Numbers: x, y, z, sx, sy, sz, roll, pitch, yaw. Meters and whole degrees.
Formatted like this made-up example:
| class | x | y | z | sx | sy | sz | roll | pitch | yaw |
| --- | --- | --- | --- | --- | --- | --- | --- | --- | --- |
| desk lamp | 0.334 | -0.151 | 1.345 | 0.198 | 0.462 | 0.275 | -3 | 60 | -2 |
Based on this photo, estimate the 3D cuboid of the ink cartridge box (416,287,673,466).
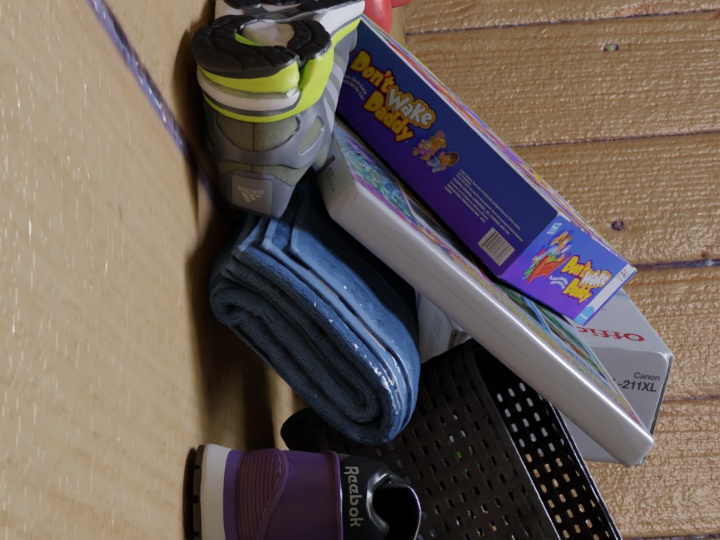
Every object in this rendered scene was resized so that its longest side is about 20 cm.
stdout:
| class | x | y | z | sx | sy | sz | roll | pitch | yaw |
| --- | --- | --- | --- | --- | --- | --- | --- | --- | --- |
| ink cartridge box | 0.105 | 0.045 | 1.067 | 0.200 | 0.146 | 0.083 | -109 | -152 | -68 |

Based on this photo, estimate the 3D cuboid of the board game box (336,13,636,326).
| class | x | y | z | sx | sy | sz | roll | pitch | yaw |
| --- | --- | --- | --- | --- | --- | --- | --- | --- | --- |
| board game box | 0.051 | -0.063 | 0.872 | 0.200 | 0.045 | 0.134 | 47 | 10 | 27 |

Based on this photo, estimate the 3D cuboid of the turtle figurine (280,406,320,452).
| class | x | y | z | sx | sy | sz | roll | pitch | yaw |
| --- | --- | --- | --- | --- | --- | --- | --- | --- | --- |
| turtle figurine | 0.007 | 0.179 | 0.894 | 0.150 | 0.101 | 0.200 | -117 | -177 | -62 |

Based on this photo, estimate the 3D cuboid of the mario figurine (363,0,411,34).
| class | x | y | z | sx | sy | sz | roll | pitch | yaw |
| --- | --- | --- | --- | --- | --- | --- | --- | --- | --- |
| mario figurine | -0.001 | -0.247 | 1.049 | 0.123 | 0.106 | 0.200 | 1 | 80 | -65 |

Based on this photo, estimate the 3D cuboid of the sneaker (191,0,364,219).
| class | x | y | z | sx | sy | sz | roll | pitch | yaw |
| --- | --- | --- | --- | --- | --- | --- | --- | --- | --- |
| sneaker | -0.041 | -0.087 | 0.755 | 0.200 | 0.074 | 0.081 | -66 | 162 | -68 |

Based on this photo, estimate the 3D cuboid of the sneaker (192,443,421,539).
| class | x | y | z | sx | sy | sz | roll | pitch | yaw |
| --- | --- | --- | --- | --- | --- | --- | --- | --- | --- |
| sneaker | -0.015 | 0.123 | 0.710 | 0.200 | 0.087 | 0.076 | 72 | 15 | -75 |

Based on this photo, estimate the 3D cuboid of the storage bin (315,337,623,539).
| class | x | y | z | sx | sy | sz | roll | pitch | yaw |
| --- | --- | --- | --- | --- | --- | --- | --- | --- | --- |
| storage bin | 0.072 | 0.141 | 0.817 | 0.200 | 0.094 | 0.135 | 64 | 16 | 7 |

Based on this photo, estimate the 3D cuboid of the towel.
| class | x | y | z | sx | sy | sz | roll | pitch | yaw |
| --- | --- | --- | --- | --- | --- | --- | --- | --- | --- |
| towel | -0.014 | 0.009 | 0.760 | 0.112 | 0.049 | 0.200 | 45 | 11 | -9 |

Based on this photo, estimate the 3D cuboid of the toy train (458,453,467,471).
| class | x | y | z | sx | sy | sz | roll | pitch | yaw |
| --- | --- | --- | --- | --- | --- | --- | --- | --- | --- |
| toy train | 0.017 | 0.098 | 1.144 | 0.085 | 0.116 | 0.200 | -61 | -150 | 2 |

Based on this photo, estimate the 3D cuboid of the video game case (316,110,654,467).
| class | x | y | z | sx | sy | sz | roll | pitch | yaw |
| --- | --- | --- | --- | --- | --- | --- | --- | --- | --- |
| video game case | 0.052 | 0.000 | 0.814 | 0.200 | 0.024 | 0.182 | 40 | 10 | -18 |
